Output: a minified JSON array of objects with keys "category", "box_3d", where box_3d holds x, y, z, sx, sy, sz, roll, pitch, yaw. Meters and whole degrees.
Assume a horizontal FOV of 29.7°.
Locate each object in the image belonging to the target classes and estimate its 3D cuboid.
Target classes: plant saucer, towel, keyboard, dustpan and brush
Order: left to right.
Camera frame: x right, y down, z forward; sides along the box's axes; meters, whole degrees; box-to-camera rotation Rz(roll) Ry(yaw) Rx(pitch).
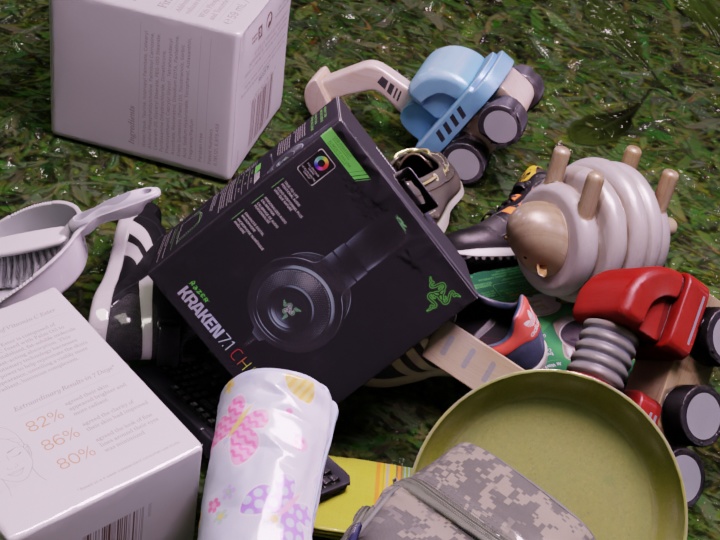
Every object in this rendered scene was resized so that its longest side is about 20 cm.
[{"category":"dustpan and brush","box_3d":[-0.252,-0.024,1.130,0.197,0.058,0.140,-13,36,7]},{"category":"keyboard","box_3d":[-0.112,0.127,1.042,0.126,0.021,0.199,-20,41,-38]},{"category":"towel","box_3d":[-0.015,0.173,1.027,0.197,0.018,0.086,9,32,0]},{"category":"plant saucer","box_3d":[0.129,0.171,0.957,0.197,0.203,0.031,11,-5,2]}]

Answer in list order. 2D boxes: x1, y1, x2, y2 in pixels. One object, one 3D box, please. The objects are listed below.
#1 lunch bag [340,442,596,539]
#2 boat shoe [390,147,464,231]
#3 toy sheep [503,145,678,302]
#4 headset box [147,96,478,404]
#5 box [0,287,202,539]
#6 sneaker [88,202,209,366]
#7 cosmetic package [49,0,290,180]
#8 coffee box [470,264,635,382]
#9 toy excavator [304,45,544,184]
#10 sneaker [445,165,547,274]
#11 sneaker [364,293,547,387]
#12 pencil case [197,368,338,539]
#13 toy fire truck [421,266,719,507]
[{"category":"lunch bag","box_3d":[0.039,0.226,0.815,0.139,0.202,0.167,33,41,29]},{"category":"boat shoe","box_3d":[0.057,-0.084,1.304,0.071,0.061,0.202,-10,20,13]},{"category":"toy sheep","box_3d":[0.207,-0.037,1.180,0.197,0.139,0.138,-1,37,-31]},{"category":"headset box","box_3d":[-0.030,-0.006,1.035,0.199,0.175,0.093,-36,16,9]},{"category":"box","box_3d":[-0.229,0.129,0.956,0.151,0.107,0.200,-22,48,-35]},{"category":"sneaker","box_3d":[-0.160,0.016,1.148,0.110,0.074,0.201,9,35,-4]},{"category":"cosmetic package","box_3d":[-0.190,-0.222,1.372,0.197,0.168,0.168,14,37,8]},{"category":"coffee box","box_3d":[0.173,0.070,1.177,0.121,0.044,0.201,-11,42,-25]},{"category":"toy excavator","box_3d":[0.063,-0.182,1.420,0.200,0.194,0.100,41,39,-5]},{"category":"sneaker","box_3d":[0.151,-0.052,1.277,0.197,0.070,0.091,-7,81,-26]},{"category":"sneaker","box_3d":[0.054,0.045,1.119,0.197,0.085,0.076,-1,43,16]},{"category":"pencil case","box_3d":[-0.065,0.166,0.923,0.090,0.083,0.202,-13,50,21]},{"category":"toy fire truck","box_3d":[0.168,0.069,1.033,0.199,0.128,0.178,30,74,-25]}]
